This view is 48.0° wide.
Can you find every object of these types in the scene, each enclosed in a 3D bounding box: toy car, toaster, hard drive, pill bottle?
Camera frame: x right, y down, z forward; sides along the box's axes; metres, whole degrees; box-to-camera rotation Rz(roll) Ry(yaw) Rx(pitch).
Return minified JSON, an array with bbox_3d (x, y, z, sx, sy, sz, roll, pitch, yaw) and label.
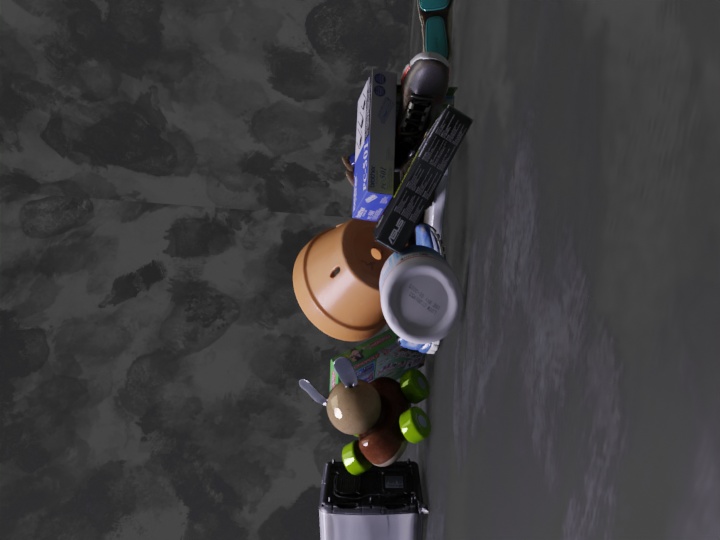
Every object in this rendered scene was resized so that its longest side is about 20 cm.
[{"bbox_3d":[-0.004,0.215,1.343,0.163,0.199,0.160,-34,31,27],"label":"toy car"},{"bbox_3d":[0.021,0.412,1.372,0.200,0.175,0.122,-89,-2,-79],"label":"toaster"},{"bbox_3d":[0.126,-0.099,1.376,0.133,0.026,0.205,-88,2,-67],"label":"hard drive"},{"bbox_3d":[0.079,0.025,1.105,0.200,0.106,0.112,-84,-2,-81],"label":"pill bottle"}]

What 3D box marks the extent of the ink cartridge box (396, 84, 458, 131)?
[{"bbox_3d":[0.099,-0.254,1.331,0.200,0.101,0.061,-157,71,-90],"label":"ink cartridge box"}]

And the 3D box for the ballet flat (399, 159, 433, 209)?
[{"bbox_3d":[0.092,-0.155,1.353,0.202,0.045,0.069,-94,2,-57],"label":"ballet flat"}]

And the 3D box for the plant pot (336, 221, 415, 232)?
[{"bbox_3d":[0.052,-0.053,1.822,0.200,0.195,0.144,-112,10,-90],"label":"plant pot"}]

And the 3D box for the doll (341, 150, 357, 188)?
[{"bbox_3d":[0.060,-0.234,1.491,0.048,0.197,0.139,45,-156,-49],"label":"doll"}]

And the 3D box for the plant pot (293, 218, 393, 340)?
[{"bbox_3d":[0.000,0.000,1.387,0.140,0.196,0.205,-43,37,52],"label":"plant pot"}]

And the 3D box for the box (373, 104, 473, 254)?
[{"bbox_3d":[0.082,-0.126,1.139,0.203,0.047,0.193,-61,0,6],"label":"box"}]

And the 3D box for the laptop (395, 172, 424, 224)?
[{"bbox_3d":[0.089,-0.117,1.577,0.203,0.100,0.180,97,178,-48],"label":"laptop"}]

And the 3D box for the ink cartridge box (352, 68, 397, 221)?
[{"bbox_3d":[0.021,-0.188,1.217,0.094,0.043,0.205,125,150,-65],"label":"ink cartridge box"}]

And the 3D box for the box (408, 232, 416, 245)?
[{"bbox_3d":[0.085,0.010,1.595,0.203,0.059,0.118,-85,-23,-48],"label":"box"}]

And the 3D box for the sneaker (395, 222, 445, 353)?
[{"bbox_3d":[0.088,0.026,1.273,0.079,0.087,0.206,104,170,-83],"label":"sneaker"}]

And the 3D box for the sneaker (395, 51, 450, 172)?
[{"bbox_3d":[0.085,-0.230,1.221,0.202,0.075,0.083,112,167,-45],"label":"sneaker"}]

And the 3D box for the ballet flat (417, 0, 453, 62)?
[{"bbox_3d":[0.132,-0.438,1.412,0.062,0.065,0.206,49,-135,-76],"label":"ballet flat"}]

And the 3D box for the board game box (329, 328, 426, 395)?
[{"bbox_3d":[0.035,0.164,1.442,0.029,0.197,0.136,50,153,33],"label":"board game box"}]
